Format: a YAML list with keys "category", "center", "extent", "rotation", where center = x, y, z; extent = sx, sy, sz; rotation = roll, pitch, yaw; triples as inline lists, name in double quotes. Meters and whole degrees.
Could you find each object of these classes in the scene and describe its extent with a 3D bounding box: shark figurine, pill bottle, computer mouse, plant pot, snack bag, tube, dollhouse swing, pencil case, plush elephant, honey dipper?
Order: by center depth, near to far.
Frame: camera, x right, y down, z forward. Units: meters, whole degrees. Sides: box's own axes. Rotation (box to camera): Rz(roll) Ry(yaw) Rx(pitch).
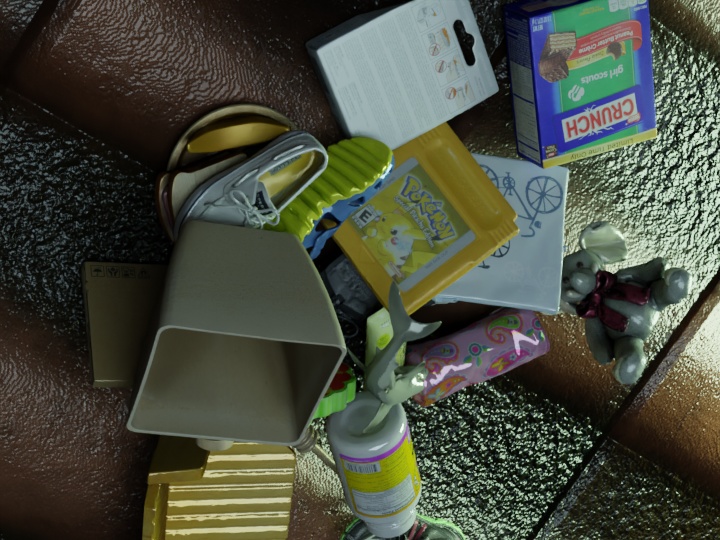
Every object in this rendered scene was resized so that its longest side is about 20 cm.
- category: "plant pot"
  center: [-0.143, 0.060, 1.511]
  extent: [0.199, 0.178, 0.200]
  rotation: [8, 139, -17]
- category: "shark figurine"
  center: [0.021, 0.108, 1.639]
  extent: [0.128, 0.089, 0.215]
  rotation: [-41, 158, -17]
- category: "computer mouse"
  center: [0.000, 0.000, 1.713]
  extent: [0.200, 0.053, 0.139]
  rotation: [-37, 92, -4]
- category: "dollhouse swing"
  center: [-0.177, 0.316, 1.721]
  extent: [0.175, 0.182, 0.201]
  rotation: [7, 109, -2]
- category: "snack bag"
  center: [0.175, -0.047, 1.722]
  extent: [0.187, 0.021, 0.201]
  rotation: [7, 79, -17]
- category: "tube"
  center: [0.031, 0.114, 1.740]
  extent: [0.052, 0.058, 0.201]
  rotation: [4, 132, 1]
- category: "pill bottle"
  center: [0.022, 0.256, 1.767]
  extent: [0.104, 0.104, 0.201]
  rotation: [-23, 133, -11]
- category: "plush elephant"
  center: [0.320, 0.029, 1.805]
  extent: [0.154, 0.200, 0.165]
  rotation: [30, 98, -5]
- category: "pencil case"
  center: [0.150, 0.107, 1.806]
  extent: [0.199, 0.087, 0.088]
  rotation: [-23, 118, -12]
- category: "honey dipper"
  center: [-0.039, 0.260, 1.821]
  extent: [0.038, 0.038, 0.200]
  rotation: [-42, 122, -1]

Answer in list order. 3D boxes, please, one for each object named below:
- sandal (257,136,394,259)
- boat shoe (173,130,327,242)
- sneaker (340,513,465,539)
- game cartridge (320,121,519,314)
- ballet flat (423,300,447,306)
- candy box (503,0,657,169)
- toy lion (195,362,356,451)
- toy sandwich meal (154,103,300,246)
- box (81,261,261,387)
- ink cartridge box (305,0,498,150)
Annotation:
- category: "sandal"
  center: [-0.041, -0.079, 1.621]
  extent: [0.200, 0.080, 0.087]
  rotation: [-39, 151, -5]
- category: "boat shoe"
  center: [-0.118, -0.078, 1.544]
  extent: [0.202, 0.086, 0.075]
  rotation: [-35, 119, -8]
- category: "sneaker"
  center: [0.067, 0.376, 1.876]
  extent: [0.199, 0.084, 0.077]
  rotation: [13, 121, -25]
- category: "game cartridge"
  center: [0.072, -0.064, 1.673]
  extent: [0.200, 0.032, 0.177]
  rotation: [-37, 81, -5]
- category: "ballet flat"
  center: [0.120, 0.001, 1.757]
  extent: [0.200, 0.073, 0.073]
  rotation: [-38, 120, -8]
- category: "candy box"
  center: [0.276, -0.246, 1.709]
  extent: [0.168, 0.077, 0.201]
  rotation: [-17, 117, -15]
- category: "toy lion"
  center: [-0.100, 0.148, 1.663]
  extent: [0.190, 0.200, 0.069]
  rotation: [3, 112, -3]
- category: "toy sandwich meal"
  center: [-0.143, -0.100, 1.610]
  extent: [0.204, 0.070, 0.206]
  rotation: [-8, 114, -18]
- category: "box"
  center: [-0.223, 0.065, 1.605]
  extent: [0.199, 0.164, 0.021]
  rotation: [3, 145, -22]
- category: "ink cartridge box"
  center: [0.052, -0.244, 1.644]
  extent: [0.199, 0.047, 0.161]
  rotation: [-29, 118, -10]
